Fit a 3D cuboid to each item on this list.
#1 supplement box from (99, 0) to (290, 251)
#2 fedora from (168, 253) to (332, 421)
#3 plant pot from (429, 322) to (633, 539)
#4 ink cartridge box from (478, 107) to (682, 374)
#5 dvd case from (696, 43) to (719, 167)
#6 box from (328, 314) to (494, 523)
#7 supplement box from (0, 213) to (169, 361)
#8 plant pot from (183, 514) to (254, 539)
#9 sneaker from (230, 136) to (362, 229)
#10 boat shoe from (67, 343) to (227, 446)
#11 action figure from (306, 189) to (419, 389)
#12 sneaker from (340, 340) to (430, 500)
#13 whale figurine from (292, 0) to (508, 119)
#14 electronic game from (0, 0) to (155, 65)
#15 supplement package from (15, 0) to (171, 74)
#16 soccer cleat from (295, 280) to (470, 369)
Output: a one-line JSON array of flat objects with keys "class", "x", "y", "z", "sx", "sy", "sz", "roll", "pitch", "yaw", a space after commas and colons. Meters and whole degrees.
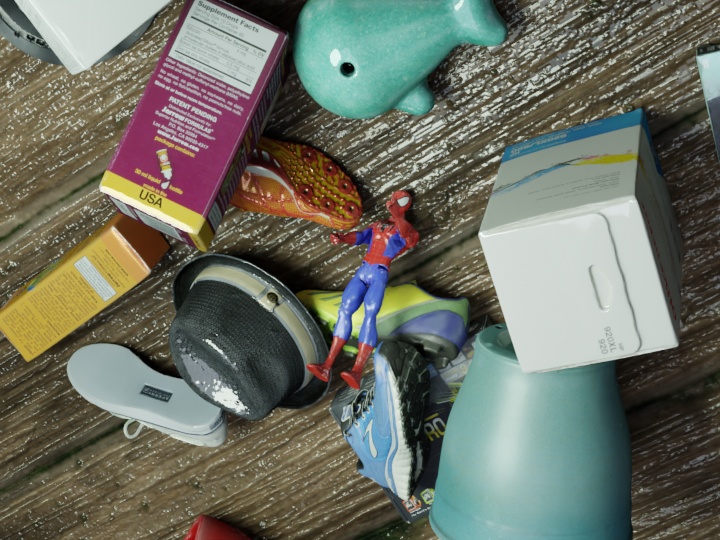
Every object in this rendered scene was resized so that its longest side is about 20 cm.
[{"class": "supplement box", "x": -0.149, "y": -0.134, "z": 1.315, "sx": 0.102, "sy": 0.131, "sz": 0.202, "roll": 24, "pitch": 83, "yaw": 1}, {"class": "fedora", "x": -0.129, "y": 0.084, "z": 1.466, "sx": 0.198, "sy": 0.092, "sz": 0.203, "roll": 20, "pitch": 134, "yaw": 22}, {"class": "plant pot", "x": 0.168, "y": 0.156, "z": 1.359, "sx": 0.197, "sy": 0.200, "sz": 0.191, "roll": 5, "pitch": 107, "yaw": 11}, {"class": "ink cartridge box", "x": 0.204, "y": -0.028, "z": 1.291, "sx": 0.143, "sy": 0.201, "sz": 0.149, "roll": -13, "pitch": 113, "yaw": 20}, {"class": "dvd case", "x": 0.413, "y": -0.151, "z": 1.280, "sx": 0.197, "sy": 0.022, "sz": 0.148, "roll": -11, "pitch": 113, "yaw": 18}, {"class": "box", "x": 0.091, "y": 0.159, "z": 1.502, "sx": 0.198, "sy": 0.049, "sz": 0.162, "roll": -27, "pitch": 104, "yaw": 23}, {"class": "supplement box", "x": -0.298, "y": 0.014, "z": 1.516, "sx": 0.199, "sy": 0.067, "sz": 0.069, "roll": -36, "pitch": 104, "yaw": 26}, {"class": "plant pot", "x": -0.145, "y": 0.404, "z": 1.602, "sx": 0.181, "sy": 0.201, "sz": 0.201, "roll": 29, "pitch": 120, "yaw": -6}, {"class": "sneaker", "x": -0.090, "y": -0.089, "z": 1.422, "sx": 0.198, "sy": 0.073, "sz": 0.078, "roll": 23, "pitch": 143, "yaw": 4}, {"class": "boat shoe", "x": -0.228, "y": 0.146, "z": 1.563, "sx": 0.199, "sy": 0.075, "sz": 0.087, "roll": 16, "pitch": 146, "yaw": 21}, {"class": "action figure", "x": 0.000, "y": 0.000, "z": 1.368, "sx": 0.065, "sy": 0.202, "sz": 0.099, "roll": 11, "pitch": 157, "yaw": 31}, {"class": "sneaker", "x": 0.019, "y": 0.149, "z": 1.432, "sx": 0.088, "sy": 0.079, "sz": 0.202, "roll": 15, "pitch": 133, "yaw": 17}, {"class": "whale figurine", "x": 0.031, "y": -0.210, "z": 1.298, "sx": 0.197, "sy": 0.104, "sz": 0.161, "roll": -13, "pitch": 112, "yaw": 19}, {"class": "electronic game", "x": -0.283, "y": -0.296, "z": 1.367, "sx": 0.197, "sy": 0.042, "sz": 0.203, "roll": 2, "pitch": 112, "yaw": 6}, {"class": "supplement package", "x": -0.215, "y": -0.285, "z": 1.228, "sx": 0.191, "sy": 0.200, "sz": 0.148, "roll": -40, "pitch": 104, "yaw": -7}, {"class": "soccer cleat", "x": 0.022, "y": 0.044, "z": 1.459, "sx": 0.198, "sy": 0.084, "sz": 0.065, "roll": 11, "pitch": 150, "yaw": 28}]
